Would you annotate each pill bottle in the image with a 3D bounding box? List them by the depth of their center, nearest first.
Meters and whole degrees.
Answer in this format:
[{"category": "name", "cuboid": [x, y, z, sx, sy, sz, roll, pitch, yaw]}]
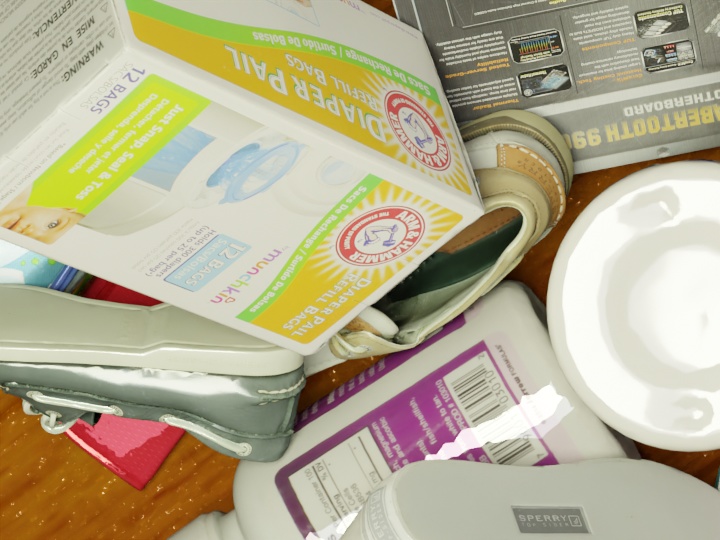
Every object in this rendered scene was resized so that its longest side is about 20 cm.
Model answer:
[{"category": "pill bottle", "cuboid": [0.139, 0.010, 1.139, 0.114, 0.200, 0.114, 0, 92, 8]}, {"category": "pill bottle", "cuboid": [0.016, 0.101, 1.203, 0.200, 0.112, 0.112, -33, 89, 8]}]

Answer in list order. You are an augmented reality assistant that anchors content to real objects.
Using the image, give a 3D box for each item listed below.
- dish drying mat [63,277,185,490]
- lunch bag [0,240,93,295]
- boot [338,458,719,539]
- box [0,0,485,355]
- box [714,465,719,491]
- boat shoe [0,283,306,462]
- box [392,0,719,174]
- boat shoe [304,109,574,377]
[{"category": "dish drying mat", "cuboid": [-0.072, 0.000, 1.255, 0.077, 0.018, 0.200, 37, 96, 2]}, {"category": "lunch bag", "cuboid": [-0.182, -0.084, 1.235, 0.200, 0.082, 0.161, 38, 93, 3]}, {"category": "boot", "cuboid": [0.072, 0.129, 1.137, 0.200, 0.074, 0.096, 10, 139, -28]}, {"category": "box", "cuboid": [-0.063, -0.059, 1.080, 0.112, 0.200, 0.102, -39, 49, 27]}, {"category": "box", "cuboid": [0.249, 0.137, 1.192, 0.200, 0.049, 0.082, 11, 66, 6]}, {"category": "boat shoe", "cuboid": [-0.122, 0.047, 1.171, 0.200, 0.073, 0.062, 4, 112, 6]}, {"category": "box", "cuboid": [0.116, -0.120, 1.167, 0.200, 0.048, 0.159, -11, 133, 8]}, {"category": "boat shoe", "cuboid": [0.000, 0.000, 1.186, 0.200, 0.068, 0.075, -34, 105, 25]}]
